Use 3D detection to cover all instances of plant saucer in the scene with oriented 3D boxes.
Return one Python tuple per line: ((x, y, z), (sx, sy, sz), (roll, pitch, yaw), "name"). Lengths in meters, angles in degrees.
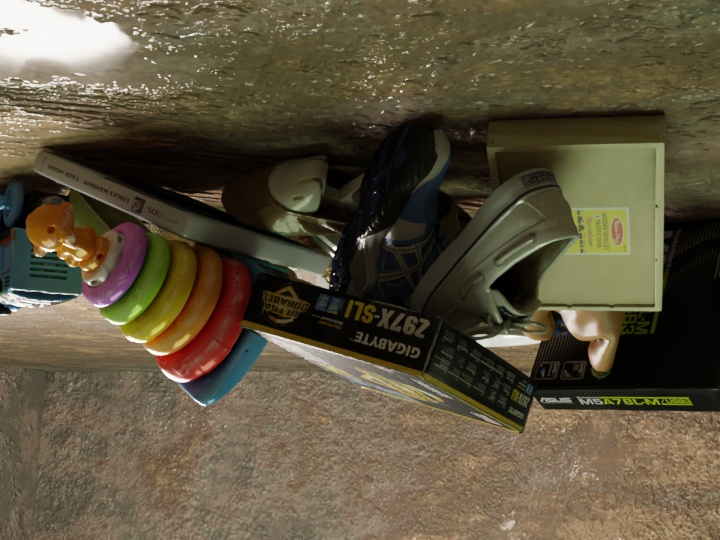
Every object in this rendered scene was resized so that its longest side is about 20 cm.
((-0.192, -0.004, 1.124), (0.200, 0.031, 0.200), (43, -179, -1), "plant saucer")

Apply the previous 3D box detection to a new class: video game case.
((-0.149, -0.047, 1.069), (0.182, 0.023, 0.200), (22, -177, 32), "video game case")

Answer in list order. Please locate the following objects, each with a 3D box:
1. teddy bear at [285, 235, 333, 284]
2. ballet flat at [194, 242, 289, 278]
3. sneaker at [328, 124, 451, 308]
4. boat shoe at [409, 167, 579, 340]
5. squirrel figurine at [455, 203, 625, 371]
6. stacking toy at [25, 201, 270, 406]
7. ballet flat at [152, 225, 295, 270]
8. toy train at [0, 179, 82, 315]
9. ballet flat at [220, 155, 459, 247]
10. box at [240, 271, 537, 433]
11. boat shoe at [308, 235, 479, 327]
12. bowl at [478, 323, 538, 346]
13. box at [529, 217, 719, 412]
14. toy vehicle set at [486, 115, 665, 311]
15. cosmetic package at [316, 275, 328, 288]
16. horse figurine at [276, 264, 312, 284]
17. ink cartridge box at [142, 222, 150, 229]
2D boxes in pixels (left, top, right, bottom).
((0.000, 0.000, 1.209), (0.145, 0.067, 0.200), (7, -171, -26), "teddy bear")
((-0.116, 0.007, 1.133), (0.067, 0.064, 0.200), (18, -175, -23), "ballet flat")
((0.035, -0.036, 0.969), (0.077, 0.076, 0.200), (13, 141, -11), "sneaker")
((0.106, 0.016, 0.932), (0.075, 0.086, 0.202), (-9, 151, -34), "boat shoe")
((0.156, -0.018, 1.134), (0.187, 0.142, 0.200), (13, 154, 11), "squirrel figurine")
((-0.170, 0.007, 0.954), (0.200, 0.116, 0.110), (32, 180, -33), "stacking toy")
((-0.119, -0.019, 1.308), (0.200, 0.065, 0.071), (5, 173, -16), "ballet flat")
((-0.325, -0.019, 1.200), (0.087, 0.114, 0.200), (8, 169, -31), "toy train")
((-0.013, -0.059, 1.027), (0.200, 0.068, 0.072), (13, 153, -4), "ballet flat")
((0.026, 0.065, 0.957), (0.160, 0.049, 0.200), (15, 170, 31), "box")
((0.021, -0.009, 1.086), (0.202, 0.072, 0.060), (31, 142, 13), "boat shoe")
((0.131, 0.045, 1.567), (0.201, 0.090, 0.201), (1, 171, 0), "bowl")
((0.276, 0.042, 1.200), (0.193, 0.200, 0.048), (-5, 139, 39), "box")
((0.168, -0.037, 0.954), (0.124, 0.027, 0.200), (1, 143, 13), "toy vehicle set")
((0.010, 0.029, 1.403), (0.113, 0.081, 0.200), (4, 171, -8), "cosmetic package")
((-0.054, 0.034, 1.221), (0.200, 0.050, 0.133), (32, 171, 9), "horse figurine")
((-0.333, -0.030, 1.352), (0.200, 0.044, 0.094), (5, 169, -15), "ink cartridge box")
